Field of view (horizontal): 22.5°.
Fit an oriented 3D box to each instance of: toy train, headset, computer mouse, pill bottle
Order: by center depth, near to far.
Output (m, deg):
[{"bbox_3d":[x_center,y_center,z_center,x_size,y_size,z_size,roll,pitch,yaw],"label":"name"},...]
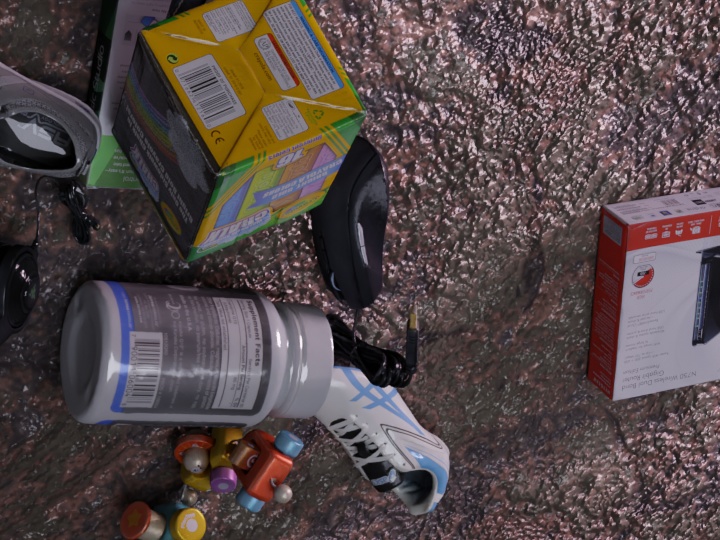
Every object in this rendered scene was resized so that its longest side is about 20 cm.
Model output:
[{"bbox_3d":[-0.283,0.002,1.357,0.200,0.123,0.094,-42,151,-23],"label":"headset"},{"bbox_3d":[-0.130,0.069,1.454,0.200,0.114,0.114,4,112,-28],"label":"pill bottle"},{"bbox_3d":[0.000,0.000,1.463,0.046,0.140,0.200,-10,118,-32],"label":"computer mouse"},{"bbox_3d":[-0.134,0.191,1.492,0.056,0.150,0.200,30,102,-28],"label":"toy train"}]

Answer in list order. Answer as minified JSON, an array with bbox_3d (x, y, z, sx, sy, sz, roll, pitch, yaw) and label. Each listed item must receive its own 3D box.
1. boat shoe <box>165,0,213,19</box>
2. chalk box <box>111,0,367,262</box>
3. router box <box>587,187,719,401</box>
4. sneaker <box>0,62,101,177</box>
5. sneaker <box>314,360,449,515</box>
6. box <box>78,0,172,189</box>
[{"bbox_3d":[-0.107,-0.264,1.302,0.062,0.075,0.200,23,82,-20],"label":"boat shoe"},{"bbox_3d":[-0.094,-0.098,1.312,0.124,0.125,0.200,-25,167,-22],"label":"chalk box"},{"bbox_3d":[0.314,0.016,1.679,0.200,0.049,0.180,-10,117,-21],"label":"router box"},{"bbox_3d":[-0.278,-0.121,1.301,0.200,0.082,0.075,17,106,-18],"label":"sneaker"},{"bbox_3d":[0.012,0.144,1.575,0.072,0.073,0.200,-23,133,31],"label":"sneaker"},{"bbox_3d":[-0.133,-0.157,1.391,0.144,0.036,0.200,3,111,-26],"label":"box"}]
